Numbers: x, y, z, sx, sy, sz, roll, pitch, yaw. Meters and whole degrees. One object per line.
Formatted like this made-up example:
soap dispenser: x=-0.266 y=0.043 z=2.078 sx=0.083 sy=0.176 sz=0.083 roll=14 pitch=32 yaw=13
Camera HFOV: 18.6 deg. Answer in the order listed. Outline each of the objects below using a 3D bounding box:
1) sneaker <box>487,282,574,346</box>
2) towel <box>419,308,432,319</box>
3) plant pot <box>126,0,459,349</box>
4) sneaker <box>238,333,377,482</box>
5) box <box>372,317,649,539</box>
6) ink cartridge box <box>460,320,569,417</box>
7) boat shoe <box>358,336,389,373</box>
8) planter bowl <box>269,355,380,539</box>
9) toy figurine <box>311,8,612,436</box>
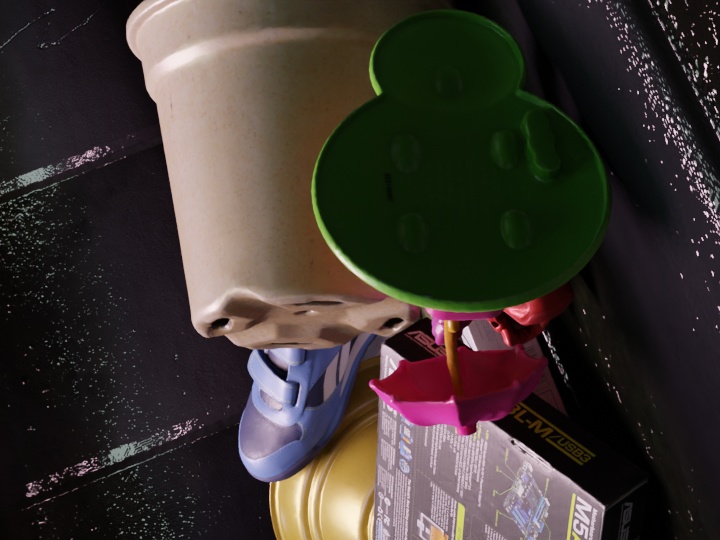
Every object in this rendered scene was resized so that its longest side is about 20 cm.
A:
sneaker: x=0.078 y=0.005 z=1.318 sx=0.085 sy=0.077 sz=0.200 roll=64 pitch=174 yaw=-4
towel: x=0.072 y=0.058 z=1.665 sx=0.148 sy=0.036 sz=0.201 roll=102 pitch=146 yaw=-78
plant pot: x=-0.036 y=-0.056 z=1.282 sx=0.201 sy=0.198 sz=0.185 roll=98 pitch=170 yaw=-76
sneaker: x=-0.040 y=0.049 z=1.491 sx=0.082 sy=0.201 sz=0.074 roll=15 pitch=-165 yaw=-46
box: x=0.087 y=0.158 z=1.365 sx=0.193 sy=0.047 sz=0.201 roll=32 pitch=137 yaw=34
ink cartridge box: x=0.081 y=0.030 z=1.471 sx=0.094 sy=0.044 sz=0.201 roll=138 pitch=111 yaw=-82
boat shoe: x=0.000 y=0.000 z=1.618 sx=0.068 sy=0.072 sz=0.201 roll=33 pitch=-151 yaw=-42
planter bowl: x=0.041 y=0.164 z=1.529 sx=0.083 sy=0.199 sz=0.202 roll=-129 pitch=20 yaw=-70
toy figurine: x=0.047 y=-0.004 z=1.171 sx=0.185 sy=0.149 sz=0.201 roll=91 pitch=175 yaw=-51
